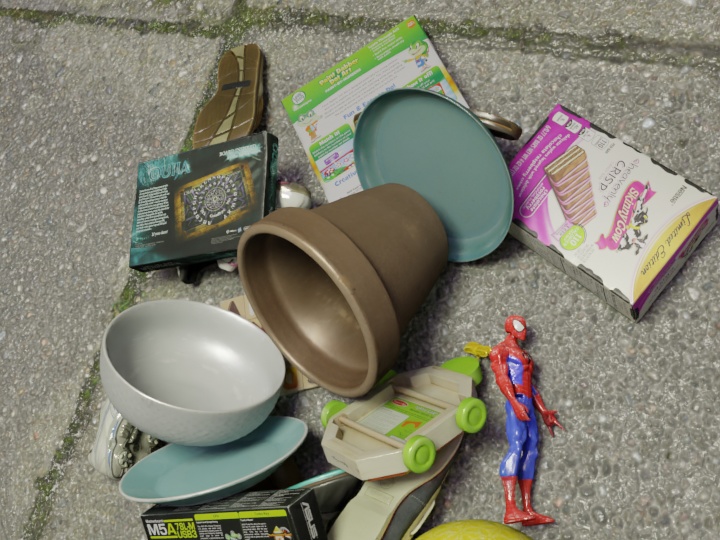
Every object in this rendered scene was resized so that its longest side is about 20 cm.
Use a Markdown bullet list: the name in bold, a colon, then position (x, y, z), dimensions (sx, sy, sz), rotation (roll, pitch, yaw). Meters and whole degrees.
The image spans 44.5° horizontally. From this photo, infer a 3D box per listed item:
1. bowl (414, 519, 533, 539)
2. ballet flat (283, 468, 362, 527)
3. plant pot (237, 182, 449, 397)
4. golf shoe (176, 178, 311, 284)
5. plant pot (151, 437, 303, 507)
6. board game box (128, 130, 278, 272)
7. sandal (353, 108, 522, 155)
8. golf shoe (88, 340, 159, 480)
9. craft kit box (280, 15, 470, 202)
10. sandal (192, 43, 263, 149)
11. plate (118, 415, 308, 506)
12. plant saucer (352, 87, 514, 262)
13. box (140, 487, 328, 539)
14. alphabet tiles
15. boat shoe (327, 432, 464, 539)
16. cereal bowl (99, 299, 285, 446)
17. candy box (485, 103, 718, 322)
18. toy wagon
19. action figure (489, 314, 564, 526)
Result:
- **bowl**: position (0.091, 0.322, 0.789), dimensions (0.197, 0.108, 0.204), rotation (-8, 68, 19)
- **ballet flat**: position (-0.081, 0.250, 0.890), dimensions (0.197, 0.068, 0.070), rotation (-17, 76, 16)
- **plant pot**: position (0.000, 0.000, 0.911), dimensions (0.199, 0.202, 0.174), rotation (34, 54, 29)
- **golf shoe**: position (-0.140, -0.044, 1.054), dimensions (0.197, 0.072, 0.094), rotation (-19, 68, 25)
- **plant pot**: position (-0.151, 0.271, 0.956), dimensions (0.197, 0.027, 0.203), rotation (-8, 67, 20)
- **board game box**: position (-0.185, -0.078, 1.029), dimensions (0.197, 0.028, 0.138), rotation (-8, 72, 29)
- **sandal**: position (0.080, -0.144, 0.952), dimensions (0.197, 0.081, 0.056), rotation (5, 91, 26)
- **golf shoe**: position (-0.270, 0.142, 1.032), dimensions (0.096, 0.078, 0.203), rotation (-5, 59, 39)
- **craft kit box**: position (0.025, -0.176, 1.051), dimensions (0.198, 0.049, 0.200), rotation (-30, 64, 9)
- **sandal**: position (-0.159, -0.210, 1.140), dimensions (0.079, 0.054, 0.203), rotation (-3, 54, 15)
- **plate**: position (-0.145, 0.197, 0.893), dimensions (0.197, 0.200, 0.026), rotation (-12, 98, 18)
- **plant saucer**: position (0.078, -0.102, 0.921), dimensions (0.198, 0.202, 0.027), rotation (24, 47, 28)
- **box**: position (-0.104, 0.309, 0.835), dimensions (0.198, 0.047, 0.196), rotation (-14, 93, 34)
- **alphabet tiles**: position (-0.073, 0.058, 1.019), dimensions (0.197, 0.008, 0.170), rotation (-16, 65, 16)
- **boat shoe**: position (0.040, 0.224, 0.863), dimensions (0.070, 0.063, 0.200), rotation (15, 51, 40)
- **cereal bowl**: position (-0.184, 0.119, 0.945), dimensions (0.199, 0.199, 0.084), rotation (37, 120, 29)
- **candy box**: position (0.243, -0.063, 0.905), dimensions (0.199, 0.061, 0.137), rotation (38, 87, 29)
- **toy wagon**: position (0.058, 0.136, 0.876), dimensions (0.198, 0.040, 0.154), rotation (-29, 21, -28)
- **action figure**: position (0.159, 0.141, 0.859), dimensions (0.051, 0.065, 0.203), rotation (-21, 62, 38)
